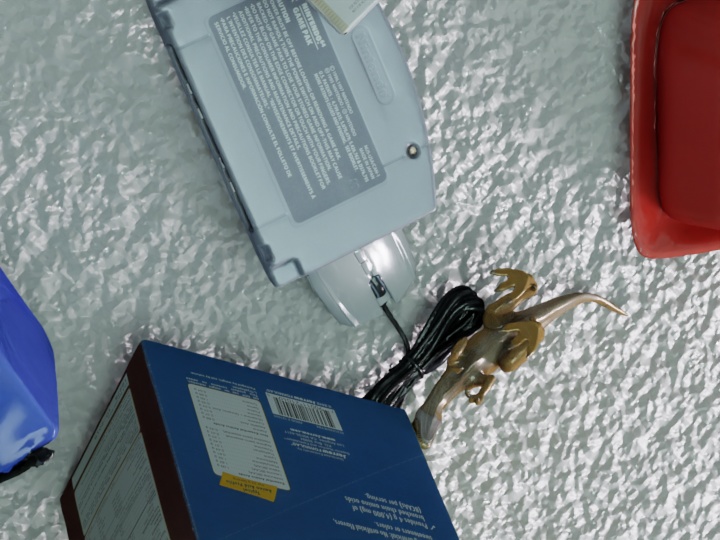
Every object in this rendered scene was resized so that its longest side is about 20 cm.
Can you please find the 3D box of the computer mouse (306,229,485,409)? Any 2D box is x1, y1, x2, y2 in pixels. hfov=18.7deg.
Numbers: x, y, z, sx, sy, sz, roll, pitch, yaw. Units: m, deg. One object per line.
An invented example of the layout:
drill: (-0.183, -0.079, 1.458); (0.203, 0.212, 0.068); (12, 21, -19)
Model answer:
computer mouse: (0.000, 0.000, 1.413); (0.109, 0.044, 0.201); (-39, 118, -6)

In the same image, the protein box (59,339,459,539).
protein box: (-0.057, 0.174, 1.341); (0.197, 0.201, 0.136); (16, 118, -26)

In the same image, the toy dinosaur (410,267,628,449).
toy dinosaur: (0.102, 0.039, 1.448); (0.199, 0.106, 0.061); (-33, 75, -22)

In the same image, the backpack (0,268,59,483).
backpack: (-0.293, 0.064, 1.250); (0.199, 0.163, 0.169); (-31, 108, 3)

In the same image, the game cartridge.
game cartridge: (-0.035, -0.108, 1.343); (0.132, 0.041, 0.201); (-25, 100, -10)

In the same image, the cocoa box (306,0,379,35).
cocoa box: (0.018, -0.257, 1.232); (0.131, 0.133, 0.200); (45, 106, -9)

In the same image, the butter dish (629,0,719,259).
butter dish: (0.289, -0.099, 1.445); (0.198, 0.148, 0.201); (-9, 110, -19)
